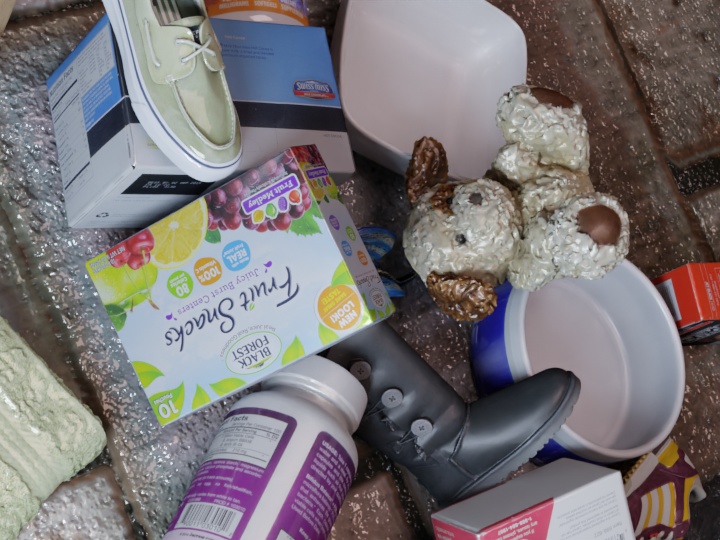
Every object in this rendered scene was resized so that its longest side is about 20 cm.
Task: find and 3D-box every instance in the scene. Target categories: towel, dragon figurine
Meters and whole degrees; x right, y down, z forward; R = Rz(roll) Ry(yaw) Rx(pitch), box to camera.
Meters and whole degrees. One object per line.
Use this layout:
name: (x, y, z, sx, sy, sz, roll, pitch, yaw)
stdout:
towel: (-0.287, 0.094, 1.080, 0.200, 0.036, 0.148, 49, 53, -10)
dragon figurine: (0.000, 0.000, 1.275, 0.199, 0.099, 0.059, 2, 72, -34)

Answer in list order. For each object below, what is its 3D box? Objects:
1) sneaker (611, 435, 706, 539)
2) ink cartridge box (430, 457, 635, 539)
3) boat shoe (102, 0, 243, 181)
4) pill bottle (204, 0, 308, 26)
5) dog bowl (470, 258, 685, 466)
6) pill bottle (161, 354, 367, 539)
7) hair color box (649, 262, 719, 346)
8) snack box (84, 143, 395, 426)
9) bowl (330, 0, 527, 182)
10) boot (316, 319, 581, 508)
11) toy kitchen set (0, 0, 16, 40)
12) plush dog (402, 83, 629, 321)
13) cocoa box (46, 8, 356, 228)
sneaker: (0.250, 0.230, 1.379, 0.090, 0.075, 0.200, 50, 53, -2)
ink cartridge box: (0.155, 0.275, 1.244, 0.145, 0.083, 0.201, -18, 100, -27)
boat shoe: (-0.136, -0.162, 1.096, 0.072, 0.062, 0.201, -21, 83, -36)
pill bottle: (-0.106, -0.274, 1.298, 0.112, 0.112, 0.201, 5, 70, -33)
dog bowl: (0.201, 0.081, 1.398, 0.199, 0.079, 0.201, 13, 66, -30)
pill bottle: (-0.068, 0.165, 1.158, 0.112, 0.112, 0.200, 38, 55, -17)
hair color box: (0.368, 0.034, 1.519, 0.199, 0.101, 0.062, -2, 73, -35)
snack box: (-0.093, 0.013, 1.145, 0.143, 0.199, 0.053, 63, 24, 2)
bowl: (0.051, -0.171, 1.393, 0.199, 0.075, 0.201, 23, 60, -27)
boot: (0.061, 0.089, 1.260, 0.200, 0.165, 0.066, 42, 9, -13)
toy kitchen set: (-0.338, -0.216, 1.069, 0.199, 0.180, 0.164, 26, 60, -20)
plush dog: (0.119, -0.038, 1.291, 0.171, 0.161, 0.201, -11, 55, -6)
cocoa box: (-0.128, -0.116, 1.208, 0.199, 0.133, 0.132, -1, 72, -35)
